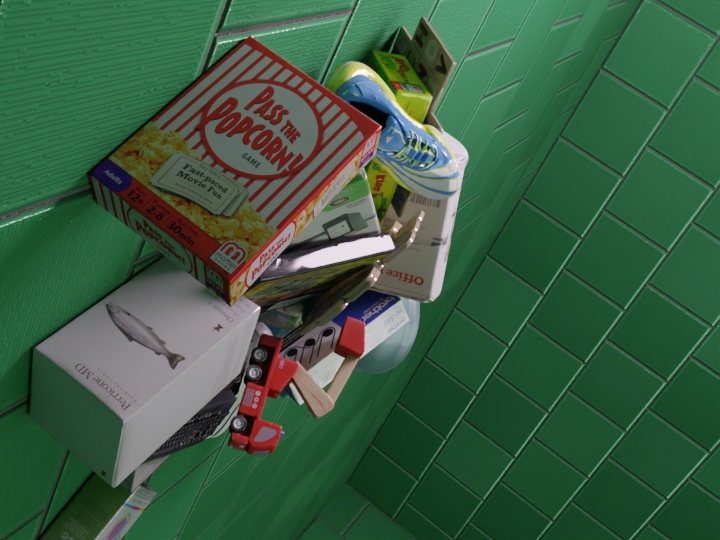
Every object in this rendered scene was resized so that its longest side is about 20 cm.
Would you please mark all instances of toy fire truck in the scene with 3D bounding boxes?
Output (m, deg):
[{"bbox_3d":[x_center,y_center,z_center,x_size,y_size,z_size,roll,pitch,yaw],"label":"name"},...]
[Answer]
[{"bbox_3d":[-0.079,0.147,1.164,0.049,0.140,0.201,120,-14,-69],"label":"toy fire truck"}]

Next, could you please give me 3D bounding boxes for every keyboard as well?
[{"bbox_3d":[-0.189,0.161,1.029,0.128,0.021,0.200,-59,166,9],"label":"keyboard"}]

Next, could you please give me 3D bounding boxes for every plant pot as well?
[{"bbox_3d":[-0.024,0.062,1.412,0.134,0.200,0.201,4,125,-44],"label":"plant pot"}]

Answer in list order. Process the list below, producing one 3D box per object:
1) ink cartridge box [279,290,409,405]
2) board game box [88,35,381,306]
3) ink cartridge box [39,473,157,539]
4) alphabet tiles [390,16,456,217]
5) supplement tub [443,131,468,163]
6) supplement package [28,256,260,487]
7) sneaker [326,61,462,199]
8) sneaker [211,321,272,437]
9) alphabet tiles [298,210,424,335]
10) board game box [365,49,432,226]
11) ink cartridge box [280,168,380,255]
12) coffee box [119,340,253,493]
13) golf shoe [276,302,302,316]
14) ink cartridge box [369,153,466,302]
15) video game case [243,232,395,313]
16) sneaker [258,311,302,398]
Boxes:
[{"bbox_3d":[-0.037,0.095,1.265,0.199,0.094,0.044,-36,126,-19],"label":"ink cartridge box"},{"bbox_3d":[-0.101,-0.090,0.765,0.200,0.151,0.046,-49,167,-27],"label":"board game box"},{"bbox_3d":[-0.355,0.343,1.161,0.200,0.059,0.104,-51,167,-15],"label":"ink cartridge box"},{"bbox_3d":[0.056,-0.194,1.103,0.007,0.168,0.201,2,134,-27],"label":"alphabet tiles"},{"bbox_3d":[0.065,-0.119,1.364,0.201,0.122,0.122,-59,167,22],"label":"supplement tub"},{"bbox_3d":[-0.212,0.091,0.904,0.200,0.117,0.118,-43,163,-44],"label":"supplement package"},{"bbox_3d":[0.037,-0.134,0.986,0.076,0.200,0.105,-42,-159,20],"label":"sneaker"},{"bbox_3d":[-0.190,0.160,1.280,0.201,0.076,0.080,-59,157,11],"label":"sneaker"},{"bbox_3d":[0.000,0.000,1.141,0.195,0.015,0.200,-41,-171,24],"label":"alphabet tiles"},{"bbox_3d":[0.017,-0.152,1.109,0.047,0.102,0.201,4,128,-25],"label":"board game box"},{"bbox_3d":[-0.062,-0.075,0.969,0.145,0.085,0.200,-21,165,1],"label":"ink cartridge box"},{"bbox_3d":[-0.227,0.150,1.084,0.200,0.079,0.115,-42,162,-44],"label":"coffee box"},{"bbox_3d":[-0.071,-0.007,1.239,0.200,0.088,0.077,-45,163,-40],"label":"golf shoe"},{"bbox_3d":[0.056,-0.072,1.260,0.085,0.145,0.202,-34,136,-70],"label":"ink cartridge box"},{"bbox_3d":[-0.086,0.014,1.037,0.199,0.026,0.180,-14,169,-43],"label":"video game case"},{"bbox_3d":[-0.094,0.102,1.333,0.079,0.130,0.201,-34,156,-53],"label":"sneaker"}]
